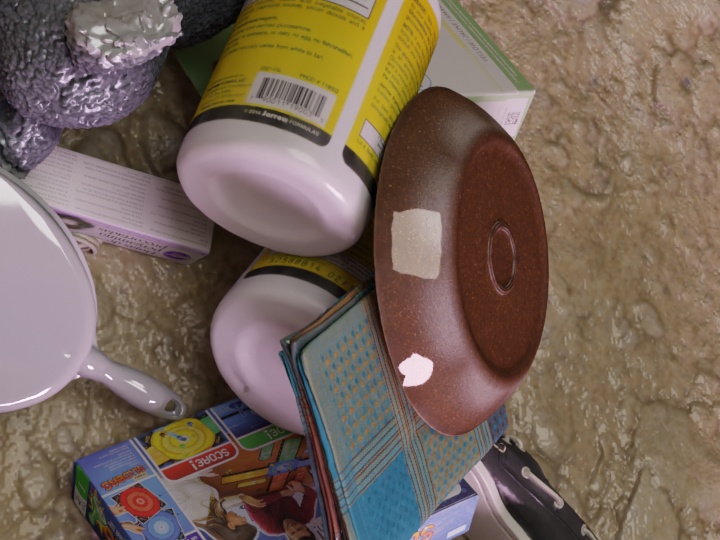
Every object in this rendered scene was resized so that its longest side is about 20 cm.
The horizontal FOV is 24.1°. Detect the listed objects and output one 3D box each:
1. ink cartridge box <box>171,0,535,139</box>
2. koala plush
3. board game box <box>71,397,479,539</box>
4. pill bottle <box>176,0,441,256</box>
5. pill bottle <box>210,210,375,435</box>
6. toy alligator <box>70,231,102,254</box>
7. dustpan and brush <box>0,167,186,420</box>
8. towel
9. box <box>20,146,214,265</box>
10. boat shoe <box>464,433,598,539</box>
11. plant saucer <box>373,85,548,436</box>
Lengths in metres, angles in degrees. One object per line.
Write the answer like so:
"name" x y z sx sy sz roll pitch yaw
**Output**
"ink cartridge box" -0.009 -0.135 1.073 0.199 0.048 0.146 -5 44 -32
"koala plush" -0.146 -0.155 0.948 0.184 0.177 0.201 35 43 -25
"board game box" -0.049 0.132 0.986 0.199 0.035 0.135 -19 49 -31
"pill bottle" -0.020 -0.118 0.956 0.112 0.112 0.201 31 62 -20
"pill bottle" 0.000 0.000 1.034 0.111 0.111 0.200 47 44 -11
"toy alligator" -0.240 -0.007 0.941 0.199 0.059 0.055 10 73 -28
"dustpan and brush" -0.174 0.039 0.937 0.200 0.057 0.140 32 84 -23
"towel" 0.024 0.069 0.945 0.200 0.022 0.147 -38 120 -54
"box" -0.182 -0.050 0.997 0.199 0.039 0.042 16 71 -26
"boat shoe" 0.092 0.142 1.087 0.200 0.074 0.060 51 59 -13
"plant saucer" 0.067 -0.006 0.962 0.200 0.037 0.201 9 80 -62
